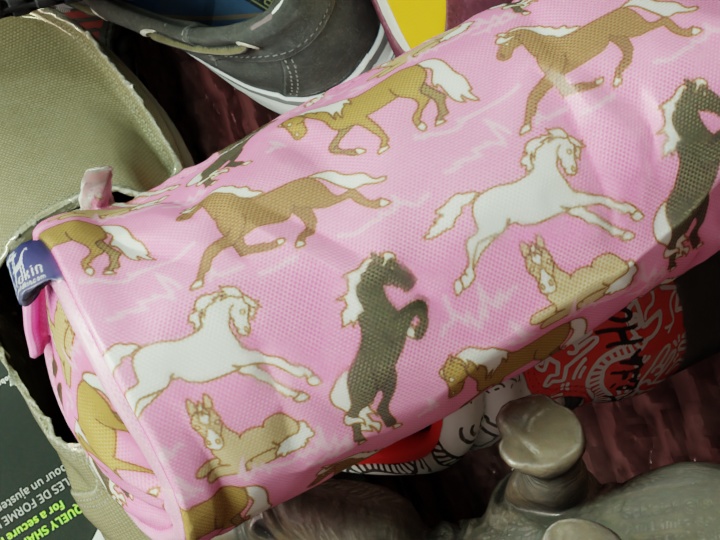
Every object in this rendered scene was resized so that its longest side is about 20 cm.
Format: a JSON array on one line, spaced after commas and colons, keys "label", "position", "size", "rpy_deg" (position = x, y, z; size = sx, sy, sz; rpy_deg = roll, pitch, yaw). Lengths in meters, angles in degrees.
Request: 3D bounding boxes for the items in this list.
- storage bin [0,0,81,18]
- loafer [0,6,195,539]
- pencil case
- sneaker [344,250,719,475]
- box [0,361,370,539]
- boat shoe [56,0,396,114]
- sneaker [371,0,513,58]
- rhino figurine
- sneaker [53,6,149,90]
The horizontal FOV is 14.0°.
[{"label": "storage bin", "position": [-0.108, -0.175, 0.789], "size": [0.135, 0.094, 0.200], "rpy_deg": [78, 177, -49]}, {"label": "loafer", "position": [-0.076, -0.008, 0.808], "size": [0.200, 0.076, 0.068], "rpy_deg": [60, 176, 30]}, {"label": "pencil case", "position": [0.018, -0.016, 0.680], "size": [0.087, 0.200, 0.083], "rpy_deg": [64, 169, -9]}, {"label": "sneaker", "position": [0.000, -0.001, 0.804], "size": [0.201, 0.108, 0.067], "rpy_deg": [19, 125, 53]}, {"label": "box", "position": [-0.040, 0.112, 0.880], "size": [0.200, 0.124, 0.149], "rpy_deg": [58, 176, 18]}, {"label": "boat shoe", "position": [-0.072, -0.102, 0.855], "size": [0.200, 0.070, 0.066], "rpy_deg": [35, 180, 36]}, {"label": "sneaker", "position": [-0.008, -0.128, 0.753], "size": [0.075, 0.090, 0.200], "rpy_deg": [12, 118, 55]}, {"label": "rhino figurine", "position": [0.052, 0.072, 0.715], "size": [0.087, 0.200, 0.060], "rpy_deg": [78, -165, -59]}, {"label": "sneaker", "position": [-0.094, -0.039, 0.968], "size": [0.071, 0.098, 0.201], "rpy_deg": [-94, 18, -75]}]
